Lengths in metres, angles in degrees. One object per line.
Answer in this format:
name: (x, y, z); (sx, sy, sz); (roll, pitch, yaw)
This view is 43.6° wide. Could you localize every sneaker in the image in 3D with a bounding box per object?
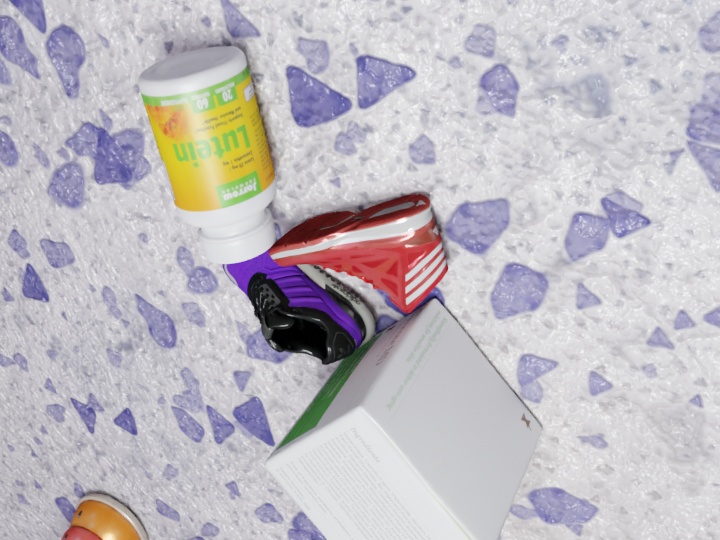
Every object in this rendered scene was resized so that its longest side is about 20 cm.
sneaker: (-0.086, 0.036, 0.989); (0.198, 0.099, 0.070); (29, 130, 18)
sneaker: (0.000, 0.000, 0.936); (0.197, 0.078, 0.117); (-9, 113, 36)

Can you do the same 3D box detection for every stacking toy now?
stacking toy: (-0.442, 0.468, 1.415); (0.143, 0.200, 0.149); (14, 126, 21)

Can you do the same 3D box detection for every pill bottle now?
pill bottle: (-0.148, -0.115, 0.925); (0.109, 0.111, 0.203); (3, 121, 28)

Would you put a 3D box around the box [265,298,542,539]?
box: (0.050, 0.186, 0.943); (0.170, 0.199, 0.201); (-34, 100, 40)
